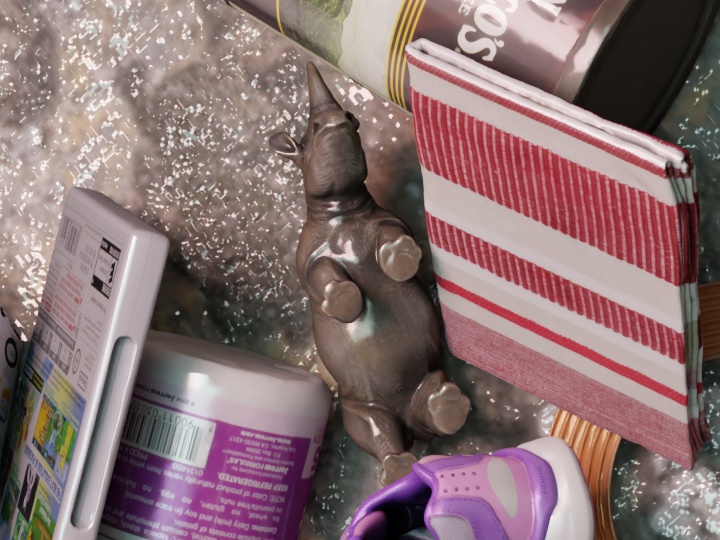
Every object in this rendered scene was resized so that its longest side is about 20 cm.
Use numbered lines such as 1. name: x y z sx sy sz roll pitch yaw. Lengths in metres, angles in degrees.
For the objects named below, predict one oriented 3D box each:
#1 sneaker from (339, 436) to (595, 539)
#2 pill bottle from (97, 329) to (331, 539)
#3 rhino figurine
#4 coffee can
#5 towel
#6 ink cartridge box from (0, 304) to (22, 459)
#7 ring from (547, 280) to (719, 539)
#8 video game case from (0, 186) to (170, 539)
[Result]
1. sneaker: 0.020 0.142 1.361 0.200 0.088 0.081 -52 44 40
2. pill bottle: -0.089 0.137 1.422 0.112 0.112 0.201 16 94 20
3. rhino figurine: 0.000 0.000 1.390 0.059 0.087 0.201 -17 100 -5
4. coffee can: 0.047 -0.139 1.361 0.199 0.146 0.147 32 99 19
5. towel: 0.089 -0.007 1.315 0.143 0.201 0.023 25 56 28
6. ink cartridge box: -0.220 0.074 1.439 0.076 0.137 0.201 9 73 7
7. ring: 0.179 0.105 1.371 0.199 0.019 0.202 -1 88 20
8. video game case: -0.137 0.059 1.411 0.022 0.200 0.184 13 94 -15
